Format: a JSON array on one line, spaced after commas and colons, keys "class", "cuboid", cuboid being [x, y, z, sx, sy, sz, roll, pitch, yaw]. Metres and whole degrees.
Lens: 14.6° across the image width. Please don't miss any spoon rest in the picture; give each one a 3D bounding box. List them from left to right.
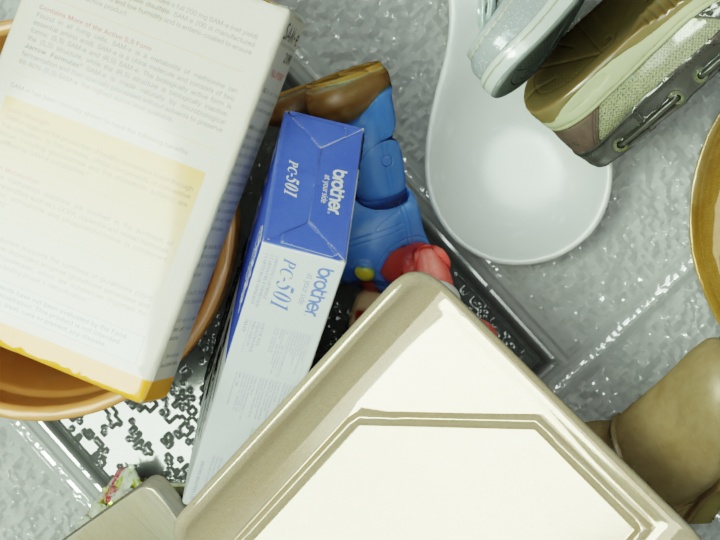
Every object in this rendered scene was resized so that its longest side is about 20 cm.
[{"class": "spoon rest", "cuboid": [0.071, -0.102, 1.478, 0.099, 0.061, 0.201, -14, 87, 6]}]

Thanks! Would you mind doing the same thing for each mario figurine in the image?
[{"class": "mario figurine", "cuboid": [0.000, 0.000, 1.453, 0.105, 0.123, 0.201, -19, 94, 10]}]

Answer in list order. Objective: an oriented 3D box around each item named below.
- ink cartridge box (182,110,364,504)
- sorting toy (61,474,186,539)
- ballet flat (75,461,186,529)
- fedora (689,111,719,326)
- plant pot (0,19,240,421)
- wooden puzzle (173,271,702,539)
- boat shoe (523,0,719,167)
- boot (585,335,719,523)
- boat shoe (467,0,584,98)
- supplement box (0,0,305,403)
[{"class": "ink cartridge box", "cuboid": [-0.044, 0.026, 1.405, 0.044, 0.094, 0.200, 14, 136, -6]}, {"class": "sorting toy", "cuboid": [-0.127, 0.245, 1.455, 0.198, 0.070, 0.200, -35, 94, 22]}, {"class": "ballet flat", "cuboid": [-0.052, 0.150, 1.487, 0.199, 0.076, 0.064, 17, 76, 3]}, {"class": "fedora", "cuboid": [0.243, -0.025, 1.419, 0.200, 0.082, 0.202, -3, 83, 28]}, {"class": "plant pot", "cuboid": [-0.152, -0.026, 1.462, 0.199, 0.140, 0.201, 0, 90, 6]}, {"class": "wooden puzzle", "cuboid": [0.037, 0.130, 1.362, 0.200, 0.037, 0.185, 44, 99, 6]}, {"class": "boat shoe", "cuboid": [0.175, -0.131, 1.433, 0.200, 0.073, 0.065, -37, 121, 13]}, {"class": "boot", "cuboid": [0.090, 0.093, 1.408, 0.199, 0.175, 0.066, -3, 58, -8]}, {"class": "boat shoe", "cuboid": [0.096, -0.169, 1.430, 0.065, 0.075, 0.202, 30, 57, 0]}, {"class": "supplement box", "cuboid": [-0.120, -0.052, 1.352, 0.125, 0.074, 0.201, 22, 92, 6]}]
